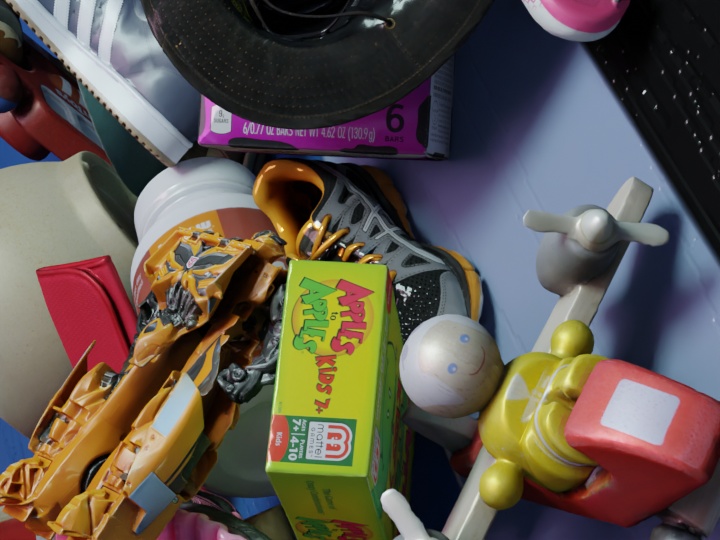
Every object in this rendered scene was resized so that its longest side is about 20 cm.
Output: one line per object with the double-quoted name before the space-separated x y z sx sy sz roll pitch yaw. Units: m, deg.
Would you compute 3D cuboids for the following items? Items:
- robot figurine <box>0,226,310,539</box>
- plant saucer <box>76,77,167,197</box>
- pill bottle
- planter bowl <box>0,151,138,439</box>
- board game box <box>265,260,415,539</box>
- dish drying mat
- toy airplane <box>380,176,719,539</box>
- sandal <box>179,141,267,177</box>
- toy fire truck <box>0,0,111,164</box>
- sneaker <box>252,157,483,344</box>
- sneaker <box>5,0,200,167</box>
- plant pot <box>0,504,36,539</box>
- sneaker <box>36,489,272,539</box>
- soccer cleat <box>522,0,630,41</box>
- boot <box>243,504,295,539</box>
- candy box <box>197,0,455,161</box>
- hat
"robot figurine" -0.103 0.057 0.937 0.145 0.058 0.201 12 65 51
"plant saucer" -0.159 -0.151 1.247 0.036 0.200 0.201 -14 56 7
"pill bottle" -0.075 0.027 1.069 0.112 0.112 0.201 -54 39 29
"planter bowl" -0.200 0.005 1.220 0.135 0.200 0.201 -38 42 9
"board game box" -0.005 0.083 0.883 0.200 0.047 0.102 77 -163 -65
"dish drying mat" -0.144 0.088 1.120 0.077 0.018 0.201 -8 108 46
"toy airplane" 0.069 0.066 0.804 0.199 0.141 0.200 -43 26 25
"sandal" -0.099 -0.086 1.201 0.080 0.057 0.202 -20 60 52
"toy fire truck" -0.245 -0.143 1.329 0.112 0.200 0.168 -44 36 7
"sneaker" 0.000 0.000 0.999 0.079 0.077 0.200 -61 37 17
"sneaker" -0.147 -0.170 1.108 0.108 0.070 0.200 -44 80 3
"plant pot" -0.198 0.245 1.057 0.201 0.199 0.183 -120 39 -48
"sneaker" -0.084 0.150 0.978 0.199 0.095 0.080 18 109 37
"soccer cleat" 0.097 -0.186 0.947 0.086 0.069 0.201 124 149 -50
"boot" -0.032 0.209 0.976 0.175 0.066 0.201 -52 37 30
"candy box" -0.015 -0.165 1.006 0.135 0.061 0.201 3 91 15
"hat" -0.019 -0.173 0.929 0.081 0.200 0.202 -72 3 -81
